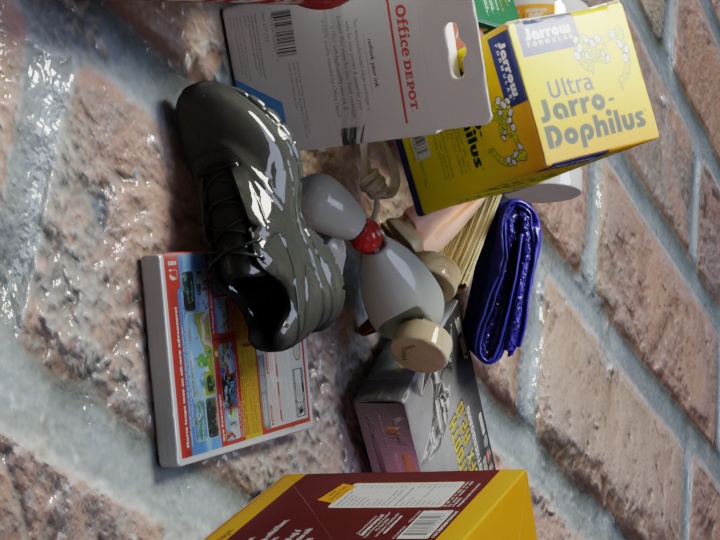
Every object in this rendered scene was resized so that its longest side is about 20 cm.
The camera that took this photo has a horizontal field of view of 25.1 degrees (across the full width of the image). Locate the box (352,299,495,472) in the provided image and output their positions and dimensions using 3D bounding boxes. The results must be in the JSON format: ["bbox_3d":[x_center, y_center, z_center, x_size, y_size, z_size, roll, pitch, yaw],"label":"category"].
[{"bbox_3d":[0.061,0.150,1.418,0.159,0.048,0.201,-57,140,-53],"label":"box"}]

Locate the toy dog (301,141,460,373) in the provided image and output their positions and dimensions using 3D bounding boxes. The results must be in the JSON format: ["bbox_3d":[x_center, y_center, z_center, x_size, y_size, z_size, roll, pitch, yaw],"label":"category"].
[{"bbox_3d":[0.000,0.000,1.315,0.201,0.096,0.132,59,36,-17],"label":"toy dog"}]

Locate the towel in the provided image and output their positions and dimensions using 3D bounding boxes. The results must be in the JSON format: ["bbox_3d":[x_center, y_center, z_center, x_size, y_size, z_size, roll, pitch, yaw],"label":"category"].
[{"bbox_3d":[0.134,0.010,1.495,0.200,0.049,0.149,-88,-169,-89],"label":"towel"}]

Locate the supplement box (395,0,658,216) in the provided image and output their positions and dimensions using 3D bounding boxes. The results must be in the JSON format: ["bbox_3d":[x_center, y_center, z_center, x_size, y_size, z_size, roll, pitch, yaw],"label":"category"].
[{"bbox_3d":[0.119,-0.121,1.252,0.108,0.200,0.110,-15,88,-27],"label":"supplement box"}]

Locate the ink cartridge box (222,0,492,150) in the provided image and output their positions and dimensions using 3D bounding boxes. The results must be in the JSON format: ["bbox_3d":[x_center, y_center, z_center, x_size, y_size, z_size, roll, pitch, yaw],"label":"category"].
[{"bbox_3d":[0.007,-0.156,1.197,0.068,0.199,0.117,-30,113,-62],"label":"ink cartridge box"}]

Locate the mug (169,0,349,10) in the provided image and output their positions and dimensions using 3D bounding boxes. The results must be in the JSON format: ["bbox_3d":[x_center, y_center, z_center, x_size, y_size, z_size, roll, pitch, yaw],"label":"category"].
[{"bbox_3d":[-0.110,-0.237,1.052,0.199,0.177,0.134,-13,115,-46],"label":"mug"}]

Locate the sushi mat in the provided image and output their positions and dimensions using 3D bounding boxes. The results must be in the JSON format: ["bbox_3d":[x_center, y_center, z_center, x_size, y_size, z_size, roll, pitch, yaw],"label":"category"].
[{"bbox_3d":[0.083,-0.034,1.460,0.012,0.095,0.200,48,40,-22],"label":"sushi mat"}]

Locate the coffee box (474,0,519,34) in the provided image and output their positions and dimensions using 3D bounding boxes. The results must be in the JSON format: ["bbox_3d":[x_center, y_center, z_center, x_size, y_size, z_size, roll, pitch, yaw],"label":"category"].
[{"bbox_3d":[0.089,-0.284,1.549,0.200,0.044,0.124,-10,80,-65],"label":"coffee box"}]

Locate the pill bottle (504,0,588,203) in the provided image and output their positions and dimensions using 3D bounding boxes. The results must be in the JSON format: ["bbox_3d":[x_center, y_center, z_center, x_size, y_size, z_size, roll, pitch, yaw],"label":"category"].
[{"bbox_3d":[0.189,-0.177,1.690,0.112,0.112,0.201,24,63,-61],"label":"pill bottle"}]

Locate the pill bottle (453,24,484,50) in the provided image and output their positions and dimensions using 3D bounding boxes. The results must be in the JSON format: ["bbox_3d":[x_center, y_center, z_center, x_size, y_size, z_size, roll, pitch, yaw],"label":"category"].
[{"bbox_3d":[0.057,-0.181,1.411,0.200,0.112,0.113,39,51,-56],"label":"pill bottle"}]

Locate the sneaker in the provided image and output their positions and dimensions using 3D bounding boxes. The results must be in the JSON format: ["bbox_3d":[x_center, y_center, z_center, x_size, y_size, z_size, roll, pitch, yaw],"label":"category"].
[{"bbox_3d":[-0.077,-0.036,1.121,0.201,0.076,0.091,64,32,-11],"label":"sneaker"}]

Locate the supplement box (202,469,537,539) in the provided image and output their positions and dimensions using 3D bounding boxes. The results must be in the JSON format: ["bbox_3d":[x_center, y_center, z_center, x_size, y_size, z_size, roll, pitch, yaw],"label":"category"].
[{"bbox_3d":[0.002,0.234,1.113,0.197,0.199,0.134,-31,113,-62],"label":"supplement box"}]

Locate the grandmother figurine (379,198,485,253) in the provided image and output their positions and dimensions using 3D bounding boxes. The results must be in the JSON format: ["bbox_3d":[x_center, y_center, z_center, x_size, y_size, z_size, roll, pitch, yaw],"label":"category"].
[{"bbox_3d":[0.109,-0.086,1.426,0.061,0.200,0.121,53,-8,-10],"label":"grandmother figurine"}]

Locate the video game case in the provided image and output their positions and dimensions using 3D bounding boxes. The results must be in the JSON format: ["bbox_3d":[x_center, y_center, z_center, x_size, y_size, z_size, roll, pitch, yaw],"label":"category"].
[{"bbox_3d":[-0.091,0.056,1.162,0.200,0.017,0.144,-6,91,-65],"label":"video game case"}]
